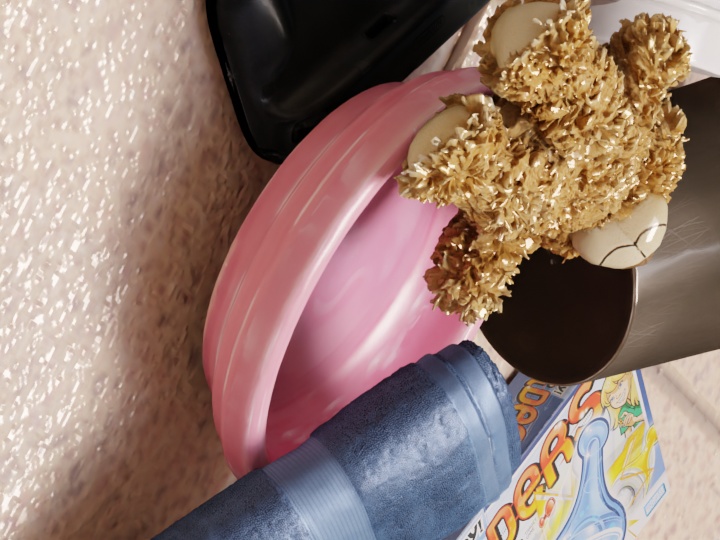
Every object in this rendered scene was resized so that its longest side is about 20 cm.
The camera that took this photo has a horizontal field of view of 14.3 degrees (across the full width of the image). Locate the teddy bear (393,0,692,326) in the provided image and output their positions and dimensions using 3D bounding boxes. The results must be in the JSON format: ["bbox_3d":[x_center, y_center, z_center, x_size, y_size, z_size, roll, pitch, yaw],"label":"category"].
[{"bbox_3d":[0.080,-0.043,1.146,0.145,0.067,0.200,-49,156,-15],"label":"teddy bear"}]

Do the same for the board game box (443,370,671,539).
[{"bbox_3d":[0.078,0.131,1.413,0.200,0.034,0.136,-50,142,-28],"label":"board game box"}]

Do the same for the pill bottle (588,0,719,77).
[{"bbox_3d":[0.147,-0.192,1.253,0.112,0.112,0.201,10,97,-56],"label":"pill bottle"}]

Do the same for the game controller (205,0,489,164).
[{"bbox_3d":[0.010,-0.132,1.190,0.200,0.042,0.105,-44,124,-35],"label":"game controller"}]

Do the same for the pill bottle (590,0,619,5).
[{"bbox_3d":[0.084,-0.215,1.148,0.114,0.114,0.201,27,73,-56],"label":"pill bottle"}]

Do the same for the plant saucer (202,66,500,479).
[{"bbox_3d":[0.000,0.000,1.188,0.201,0.051,0.201,-46,156,-28],"label":"plant saucer"}]

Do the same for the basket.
[{"bbox_3d":[0.153,-0.022,1.347,0.199,0.180,0.137,-16,90,-42],"label":"basket"}]

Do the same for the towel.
[{"bbox_3d":[-0.023,0.110,1.160,0.199,0.049,0.112,-33,156,-10],"label":"towel"}]
